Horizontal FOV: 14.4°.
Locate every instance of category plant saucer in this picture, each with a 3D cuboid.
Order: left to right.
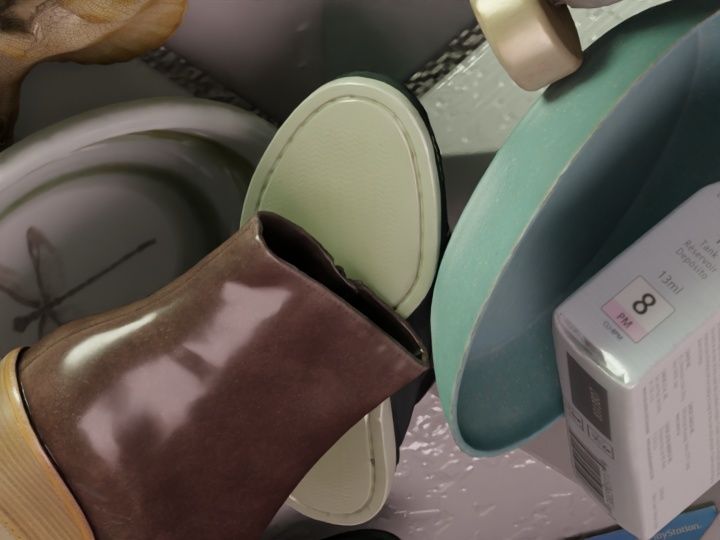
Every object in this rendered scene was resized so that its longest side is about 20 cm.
[{"bbox_3d":[-0.105,0.013,1.043,0.200,0.050,0.200,-22,136,-23],"label":"plant saucer"},{"bbox_3d":[0.085,-0.024,1.019,0.200,0.036,0.200,-44,157,-25],"label":"plant saucer"}]

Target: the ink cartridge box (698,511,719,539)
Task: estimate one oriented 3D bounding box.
[{"bbox_3d":[0.250,0.057,1.139,0.176,0.045,0.200,-1,135,-37],"label":"ink cartridge box"}]

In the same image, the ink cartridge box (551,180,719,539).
[{"bbox_3d":[0.163,0.002,1.068,0.200,0.057,0.163,-42,156,-12],"label":"ink cartridge box"}]

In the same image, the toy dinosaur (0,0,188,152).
[{"bbox_3d":[-0.091,-0.102,0.976,0.200,0.058,0.101,-29,146,26],"label":"toy dinosaur"}]

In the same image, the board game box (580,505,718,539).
[{"bbox_3d":[0.103,0.219,1.192,0.159,0.200,0.097,-15,133,2],"label":"board game box"}]

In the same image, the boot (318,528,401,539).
[{"bbox_3d":[-0.090,0.147,1.153,0.198,0.073,0.162,-26,150,21],"label":"boot"}]

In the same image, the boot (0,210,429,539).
[{"bbox_3d":[-0.041,0.078,1.020,0.166,0.072,0.200,-32,130,17],"label":"boot"}]

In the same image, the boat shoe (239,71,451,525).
[{"bbox_3d":[0.002,0.001,1.037,0.074,0.066,0.200,12,129,17],"label":"boat shoe"}]

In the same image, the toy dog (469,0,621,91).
[{"bbox_3d":[0.051,-0.162,0.929,0.132,0.096,0.200,-11,118,4],"label":"toy dog"}]
